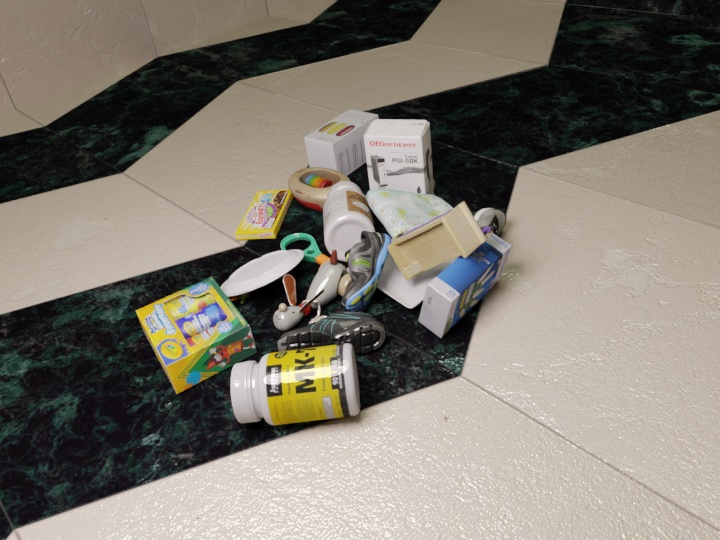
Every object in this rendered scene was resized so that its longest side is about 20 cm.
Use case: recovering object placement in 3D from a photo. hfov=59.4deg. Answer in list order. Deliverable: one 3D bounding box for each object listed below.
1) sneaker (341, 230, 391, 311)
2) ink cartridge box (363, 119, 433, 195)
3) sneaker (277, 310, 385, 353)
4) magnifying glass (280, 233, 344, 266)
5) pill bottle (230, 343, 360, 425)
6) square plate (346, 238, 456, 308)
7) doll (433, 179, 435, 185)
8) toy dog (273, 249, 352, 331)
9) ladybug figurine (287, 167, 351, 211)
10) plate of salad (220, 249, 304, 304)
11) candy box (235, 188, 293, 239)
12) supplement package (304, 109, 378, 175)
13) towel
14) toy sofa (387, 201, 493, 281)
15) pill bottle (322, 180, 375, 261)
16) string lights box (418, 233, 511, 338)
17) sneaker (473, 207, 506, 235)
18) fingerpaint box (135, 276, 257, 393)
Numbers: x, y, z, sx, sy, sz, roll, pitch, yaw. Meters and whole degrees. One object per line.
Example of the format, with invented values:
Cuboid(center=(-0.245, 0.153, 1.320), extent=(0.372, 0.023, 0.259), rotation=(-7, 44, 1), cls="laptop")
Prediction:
Cuboid(center=(0.000, -0.001, 1.233), extent=(0.081, 0.072, 0.202), rotation=(19, 50, 4), cls="sneaker")
Cuboid(center=(0.092, -0.242, 1.488), extent=(0.143, 0.204, 0.083), rotation=(5, 38, 19), cls="ink cartridge box")
Cuboid(center=(-0.055, 0.120, 1.148), extent=(0.195, 0.077, 0.080), rotation=(-6, 27, -12), cls="sneaker")
Cuboid(center=(-0.105, -0.036, 1.403), extent=(0.079, 0.023, 0.198), rotation=(-33, 44, -29), cls="magnifying glass")
Cuboid(center=(-0.103, 0.187, 1.021), extent=(0.195, 0.116, 0.115), rotation=(-8, 35, 2), cls="pill bottle")
Cuboid(center=(0.103, -0.004, 1.308), extent=(0.198, 0.029, 0.196), rotation=(-33, 43, -29), cls="square plate")
Cuboid(center=(0.122, -0.252, 1.626), extent=(0.135, 0.049, 0.199), rotation=(-28, 40, -23), cls="doll")
Cuboid(center=(-0.087, 0.031, 1.243), extent=(0.129, 0.098, 0.201), rotation=(9, 39, 23), cls="toy dog")
Cuboid(center=(-0.102, -0.201, 1.584), extent=(0.135, 0.073, 0.198), rotation=(-32, 42, -30), cls="ladybug figurine")
Cuboid(center=(-0.205, 0.012, 1.331), extent=(0.196, 0.049, 0.201), rotation=(-21, 18, 7), cls="plate of salad")
Cuboid(center=(-0.236, -0.142, 1.575), extent=(0.100, 0.027, 0.202), rotation=(-4, 36, 13), cls="candy box")
Cuboid(center=(-0.045, -0.348, 1.740), extent=(0.112, 0.112, 0.199), rotation=(19, 44, 34), cls="supplement package")
Cuboid(center=(0.126, -0.119, 1.376), extent=(0.195, 0.049, 0.172), rotation=(0, 32, -26), cls="towel")
Cuboid(center=(0.147, -0.058, 1.189), extent=(0.097, 0.084, 0.199), rotation=(-37, 6, -32), cls="toy sofa")
Cuboid(center=(-0.029, -0.118, 1.417), extent=(0.111, 0.117, 0.202), rotation=(-9, 33, 0), cls="pill bottle")
Cuboid(center=(0.195, 0.023, 1.179), extent=(0.059, 0.104, 0.199), rotation=(35, 53, 24), cls="string lights box")
Cuboid(center=(0.257, -0.077, 1.309), extent=(0.078, 0.076, 0.199), rotation=(4, 23, 39), cls="sneaker")
Cuboid(center=(-0.315, 0.114, 1.200), extent=(0.164, 0.075, 0.200), rotation=(-25, 38, -21), cls="fingerpaint box")
